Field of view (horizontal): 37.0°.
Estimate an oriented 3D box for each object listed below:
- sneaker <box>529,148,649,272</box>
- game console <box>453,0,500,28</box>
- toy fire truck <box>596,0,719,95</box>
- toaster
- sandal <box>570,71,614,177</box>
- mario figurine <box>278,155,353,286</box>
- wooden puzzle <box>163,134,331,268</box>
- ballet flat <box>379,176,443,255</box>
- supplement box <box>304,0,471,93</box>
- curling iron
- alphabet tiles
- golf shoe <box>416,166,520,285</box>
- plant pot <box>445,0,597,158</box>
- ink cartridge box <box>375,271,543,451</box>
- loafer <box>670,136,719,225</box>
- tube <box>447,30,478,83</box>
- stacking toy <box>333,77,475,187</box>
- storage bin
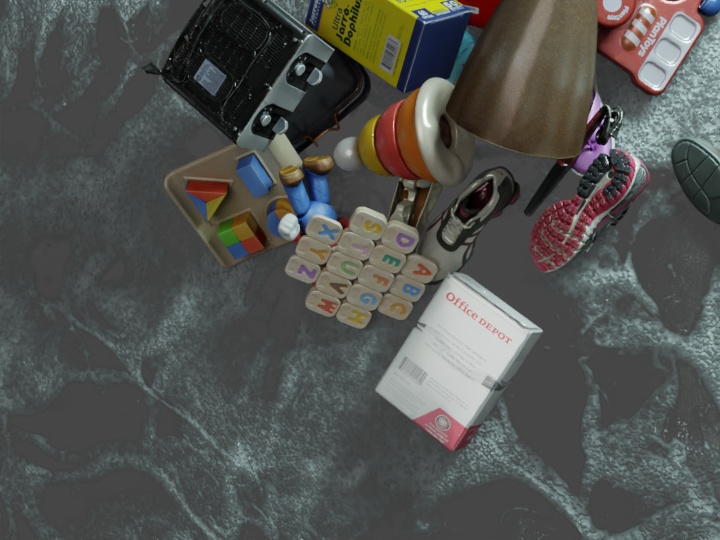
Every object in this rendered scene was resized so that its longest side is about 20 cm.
[{"bbox_3d":[0.308,-0.070,1.442,0.200,0.074,0.081,-47,52,27],"label":"sneaker"},{"bbox_3d":[0.183,-0.431,1.481,0.199,0.118,0.175,23,122,37],"label":"game console"},{"bbox_3d":[0.380,-0.354,1.414,0.167,0.112,0.201,33,93,-6],"label":"toy fire truck"},{"bbox_3d":[-0.160,-0.284,1.472,0.200,0.118,0.182,40,101,21],"label":"toaster"},{"bbox_3d":[0.291,-0.225,1.465,0.081,0.050,0.206,-13,83,21],"label":"sandal"},{"bbox_3d":[-0.046,-0.058,1.543,0.122,0.106,0.202,-13,111,10],"label":"mario figurine"},{"bbox_3d":[-0.164,-0.098,1.590,0.198,0.047,0.186,-23,122,17],"label":"wooden puzzle"},{"bbox_3d":[0.075,-0.103,1.541,0.067,0.062,0.203,16,93,23],"label":"ballet flat"},{"bbox_3d":[0.035,-0.350,1.495,0.199,0.108,0.110,38,131,25],"label":"supplement box"},{"bbox_3d":[0.280,-0.144,1.445,0.200,0.025,0.050,-49,31,35],"label":"curling iron"},{"bbox_3d":[0.000,0.000,1.514,0.194,0.015,0.201,22,129,-12],"label":"alphabet tiles"},{"bbox_3d":[0.136,-0.066,1.502,0.077,0.088,0.201,42,104,17],"label":"golf shoe"},{"bbox_3d":[0.223,-0.272,1.357,0.185,0.186,0.202,26,117,21],"label":"plant pot"},{"bbox_3d":[0.137,0.123,1.493,0.145,0.085,0.201,36,102,20],"label":"ink cartridge box"},{"bbox_3d":[0.480,-0.093,1.386,0.201,0.062,0.072,55,137,19],"label":"loafer"},{"bbox_3d":[0.090,-0.363,1.560,0.077,0.050,0.200,-44,77,15],"label":"tube"},{"bbox_3d":[0.048,-0.178,1.496,0.198,0.145,0.148,-7,84,35],"label":"stacking toy"},{"bbox_3d":[-0.101,-0.258,1.583,0.199,0.134,0.147,-36,75,18],"label":"storage bin"}]
